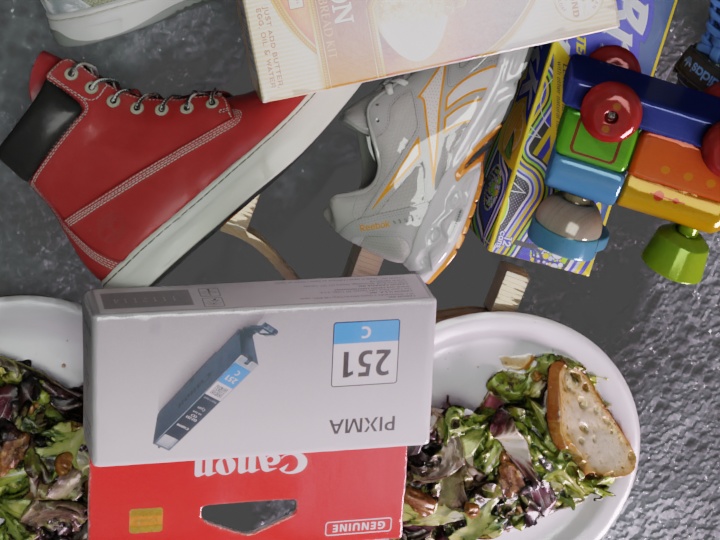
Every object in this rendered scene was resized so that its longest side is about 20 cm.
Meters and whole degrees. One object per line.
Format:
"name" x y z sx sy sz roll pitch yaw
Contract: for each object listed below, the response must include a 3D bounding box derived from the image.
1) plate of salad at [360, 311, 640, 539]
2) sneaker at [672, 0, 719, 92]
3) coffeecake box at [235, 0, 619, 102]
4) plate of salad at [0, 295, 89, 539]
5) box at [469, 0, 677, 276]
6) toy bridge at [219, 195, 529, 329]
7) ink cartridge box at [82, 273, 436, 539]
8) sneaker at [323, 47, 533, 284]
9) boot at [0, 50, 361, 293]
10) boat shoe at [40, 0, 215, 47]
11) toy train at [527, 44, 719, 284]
"plate of salad" 0.079 0.121 1.346 0.198 0.048 0.202 -4 114 -8
"sneaker" 0.223 -0.138 1.264 0.111 0.077 0.200 -47 144 6
"coffeecake box" 0.026 -0.189 1.168 0.198 0.073 0.155 -13 104 -5
"plate of salad" -0.201 0.115 1.297 0.198 0.048 0.202 -3 105 -10
"box" 0.129 -0.105 1.295 0.070 0.064 0.201 14 102 -14
"toy bridge" 0.000 0.000 1.319 0.199 0.027 0.068 18 102 -13
"ink cartridge box" -0.059 0.094 1.258 0.198 0.045 0.178 -3 113 -13
"sneaker" 0.040 -0.100 1.270 0.091 0.076 0.201 20 88 -4
"boot" -0.106 -0.096 1.244 0.200 0.072 0.145 -39 90 4
"boat shoe" -0.090 -0.190 1.229 0.201 0.075 0.065 -21 112 3
"toy train" 0.199 -0.043 1.236 0.198 0.085 0.116 17 114 -1
